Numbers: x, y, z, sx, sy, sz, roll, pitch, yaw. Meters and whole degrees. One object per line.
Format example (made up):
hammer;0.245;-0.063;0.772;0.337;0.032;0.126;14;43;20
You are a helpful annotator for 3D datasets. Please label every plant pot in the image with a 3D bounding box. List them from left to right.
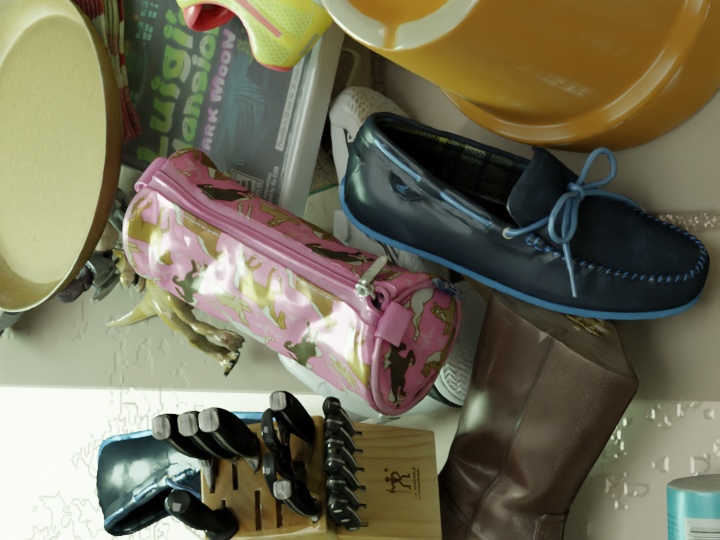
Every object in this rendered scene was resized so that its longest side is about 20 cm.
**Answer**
plant pot;-0.198;-0.074;1.160;0.200;0.027;0.200;-4;84;51
plant pot;0.077;-0.166;0.977;0.200;0.183;0.200;-1;88;39

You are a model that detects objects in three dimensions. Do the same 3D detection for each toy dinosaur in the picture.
toy dinosaur;-0.112;0.016;1.189;0.101;0.200;0.058;30;77;0

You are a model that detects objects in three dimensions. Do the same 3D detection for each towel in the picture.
towel;-0.193;-0.156;1.197;0.144;0.023;0.200;-21;72;47

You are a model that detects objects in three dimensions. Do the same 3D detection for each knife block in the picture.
knife block;-0.055;0.120;1.013;0.200;0.175;0.064;-34;53;54

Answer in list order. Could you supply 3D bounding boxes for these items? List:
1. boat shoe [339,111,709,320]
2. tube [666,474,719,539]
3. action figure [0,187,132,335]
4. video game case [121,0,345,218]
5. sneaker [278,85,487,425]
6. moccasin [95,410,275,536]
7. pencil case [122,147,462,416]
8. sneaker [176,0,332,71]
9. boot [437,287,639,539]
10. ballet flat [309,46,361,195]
boat shoe;0.084;-0.029;0.992;0.200;0.084;0.069;13;129;7
tube;0.186;0.206;0.972;0.077;0.050;0.200;1;95;51
action figure;-0.220;-0.022;1.280;0.200;0.069;0.130;-43;78;37
video game case;-0.086;-0.144;1.128;0.182;0.023;0.200;23;106;36
sneaker;0.000;0.000;1.103;0.115;0.075;0.200;-29;75;32
moccasin;-0.090;0.130;1.179;0.200;0.080;0.068;-20;62;50
pencil case;-0.041;0.004;1.038;0.200;0.083;0.087;27;117;32
sneaker;-0.089;-0.183;1.068;0.200;0.078;0.090;42;118;30
boot;0.115;0.123;1.001;0.186;0.064;0.200;31;110;23
ballet flat;-0.033;-0.142;1.150;0.067;0.068;0.200;-4;91;19
